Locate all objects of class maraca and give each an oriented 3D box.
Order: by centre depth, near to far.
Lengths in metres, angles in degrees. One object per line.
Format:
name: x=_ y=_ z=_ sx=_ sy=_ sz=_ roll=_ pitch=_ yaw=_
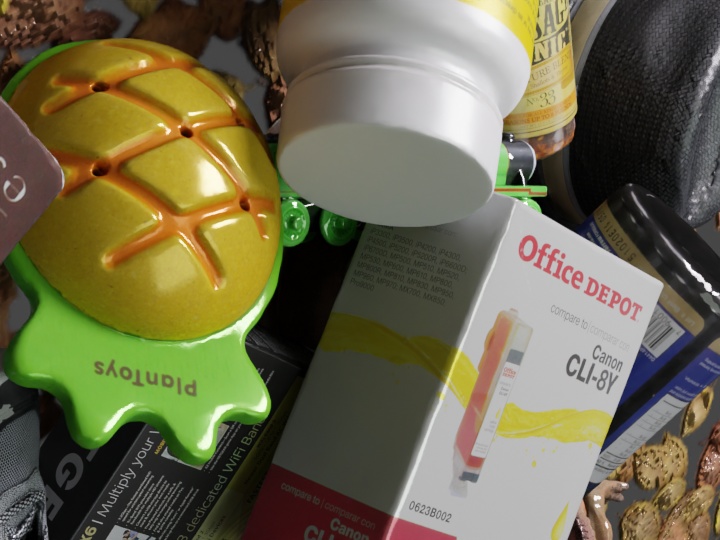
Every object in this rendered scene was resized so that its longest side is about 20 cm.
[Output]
maraca: x=-0.093 y=-0.013 z=0.788 sx=0.137 sy=0.107 sz=0.200 roll=10 pitch=56 yaw=-24

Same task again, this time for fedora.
fedora: x=0.179 y=-0.095 z=1.089 sx=0.200 sy=0.091 sz=0.201 roll=-23 pitch=123 yaw=-40

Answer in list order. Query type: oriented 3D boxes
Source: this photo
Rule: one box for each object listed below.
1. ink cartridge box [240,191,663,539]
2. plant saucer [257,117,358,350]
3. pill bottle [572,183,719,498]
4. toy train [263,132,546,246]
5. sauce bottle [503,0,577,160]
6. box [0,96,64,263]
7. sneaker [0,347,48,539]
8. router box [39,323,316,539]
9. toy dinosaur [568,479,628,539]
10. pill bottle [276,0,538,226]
ink cartridge box: x=0.047 y=0.068 z=0.895 sx=0.145 sy=0.083 sz=0.200 roll=25 pitch=84 yaw=-49
plant saucer: x=0.000 y=0.000 z=0.987 sx=0.200 sy=0.034 sz=0.201 roll=-22 pitch=123 yaw=-39
pill bottle: x=0.114 y=0.058 z=1.033 sx=0.200 sy=0.112 sz=0.112 roll=-44 pitch=141 yaw=15
toy train: x=0.018 y=-0.041 z=0.932 sx=0.200 sy=0.042 sz=0.057 roll=-3 pitch=95 yaw=-42
sauce bottle: x=0.074 y=-0.155 z=0.975 sx=0.066 sy=0.066 sz=0.200 roll=-34 pitch=128 yaw=-33
box: x=-0.242 y=-0.024 z=0.614 sx=0.200 sy=0.164 sz=0.166 roll=-54 pitch=137 yaw=-15
sneaker: x=-0.135 y=0.135 z=0.773 sx=0.075 sy=0.114 sz=0.201 roll=-28 pitch=137 yaw=-60
router box: x=-0.089 y=0.119 z=0.902 sx=0.157 sy=0.052 sz=0.200 roll=29 pitch=97 yaw=-49
toy dinosaur: x=0.121 y=0.205 z=1.120 sx=0.136 sy=0.086 sz=0.201 roll=-75 pitch=166 yaw=-62
pill bottle: x=0.024 y=-0.129 z=0.840 sx=0.114 sy=0.114 sz=0.201 roll=39 pitch=52 yaw=-48
